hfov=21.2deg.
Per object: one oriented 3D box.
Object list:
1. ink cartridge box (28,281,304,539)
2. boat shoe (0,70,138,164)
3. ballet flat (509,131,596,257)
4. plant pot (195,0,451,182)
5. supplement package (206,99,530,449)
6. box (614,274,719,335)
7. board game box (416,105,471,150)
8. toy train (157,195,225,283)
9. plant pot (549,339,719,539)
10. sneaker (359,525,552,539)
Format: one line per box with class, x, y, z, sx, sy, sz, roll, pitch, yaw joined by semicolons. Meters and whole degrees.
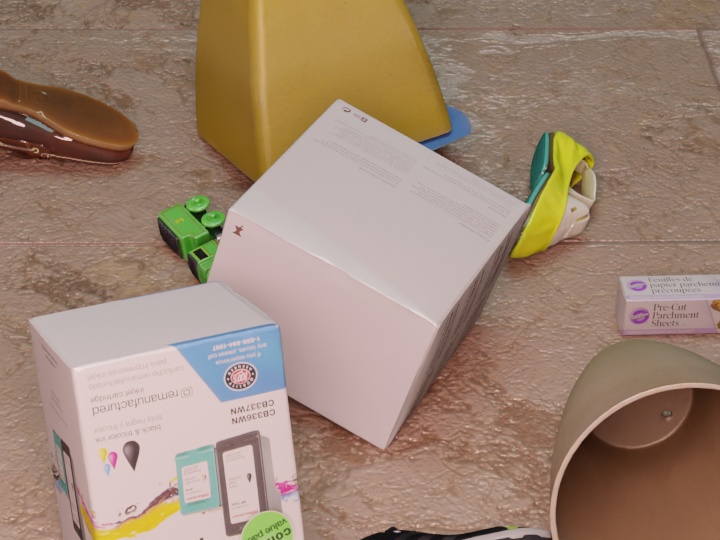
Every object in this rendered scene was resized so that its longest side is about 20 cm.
ink cartridge box;-0.132;0.130;1.338;0.146;0.201;0.146;-12;16;-18
boat shoe;-0.319;-0.143;1.877;0.199;0.070;0.071;19;35;-11
ballet flat;0.184;-0.067;1.796;0.067;0.067;0.200;26;34;-2
plant pot;-0.052;-0.214;1.852;0.199;0.177;0.200;-19;27;-17
supplement package;0.000;0.000;1.573;0.191;0.147;0.200;29;40;9
box;0.323;0.029;1.674;0.199;0.042;0.039;0;34;-4
board game box;0.009;-0.110;1.868;0.200;0.039;0.158;-25;29;-30
toy train;-0.119;-0.005;1.711;0.056;0.042;0.200;-26;42;-20
plant pot;0.220;0.130;1.421;0.186;0.188;0.200;0;20;-2
sneaker;0.047;0.205;1.376;0.199;0.072;0.083;-8;34;-13
